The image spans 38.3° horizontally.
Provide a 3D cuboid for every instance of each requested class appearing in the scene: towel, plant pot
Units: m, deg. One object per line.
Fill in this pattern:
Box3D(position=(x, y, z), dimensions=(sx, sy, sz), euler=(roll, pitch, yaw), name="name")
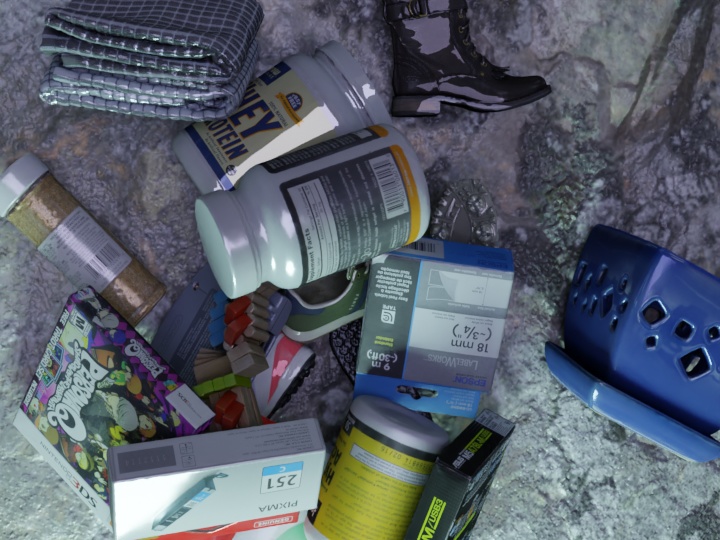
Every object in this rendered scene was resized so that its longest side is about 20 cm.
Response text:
Box3D(position=(-0.201, -0.225, 1.008), dimensions=(0.196, 0.167, 0.087), euler=(8, 124, -1), name="towel")
Box3D(position=(0.322, 0.082, 1.124), dimensions=(0.198, 0.200, 0.182), euler=(27, 96, -11), name="plant pot")

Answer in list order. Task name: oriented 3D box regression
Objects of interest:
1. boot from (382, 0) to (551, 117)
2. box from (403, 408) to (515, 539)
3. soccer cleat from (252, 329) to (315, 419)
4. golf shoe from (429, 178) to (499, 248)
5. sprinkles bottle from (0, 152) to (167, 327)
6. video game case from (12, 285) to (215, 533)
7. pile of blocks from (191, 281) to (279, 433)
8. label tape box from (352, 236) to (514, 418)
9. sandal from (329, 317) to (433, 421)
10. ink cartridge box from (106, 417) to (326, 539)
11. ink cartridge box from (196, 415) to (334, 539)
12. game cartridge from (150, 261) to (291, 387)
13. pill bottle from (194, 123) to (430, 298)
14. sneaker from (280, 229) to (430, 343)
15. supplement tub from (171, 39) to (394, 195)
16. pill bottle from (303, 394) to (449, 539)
Box3D(position=(0.109, -0.258, 1.118), dimensions=(0.196, 0.069, 0.178), euler=(-4, 96, -7), name="boot")
Box3D(position=(0.089, 0.260, 1.077), dimensions=(0.047, 0.199, 0.196), euler=(26, 106, 16), name="box")
Box3D(position=(-0.131, 0.150, 1.118), dimensions=(0.073, 0.068, 0.201), euler=(37, 89, 9), name="soccer cleat")
Box3D(position=(0.124, -0.003, 1.136), dimensions=(0.077, 0.097, 0.204), euler=(2, 102, 21), name="golf shoe")
Box3D(position=(-0.291, -0.027, 1.067), dimensions=(0.068, 0.068, 0.200), euler=(-44, 100, -4), name="sprinkles bottle")
Box3D(position=(-0.249, 0.146, 1.023), dimensions=(0.181, 0.036, 0.201), euler=(43, 125, 11), name="video game case")
Box3D(position=(-0.127, 0.070, 0.993), dimensions=(0.080, 0.062, 0.204), euler=(5, 81, 15), name="pile of blocks")
Box3D(position=(0.070, 0.072, 1.060), dimensions=(0.141, 0.064, 0.204), euler=(8, 113, 0), name="label tape box")
Box3D(position=(0.028, 0.141, 1.154), dimensions=(0.074, 0.048, 0.203), euler=(-23, 86, -6), name="sandal")
Box3D(position=(-0.139, 0.224, 0.993), dimensions=(0.196, 0.045, 0.178), euler=(-6, 135, -17), name="ink cartridge box")
Box3D(position=(-0.093, 0.249, 1.097), dimensions=(0.199, 0.050, 0.163), euler=(32, 89, -39), name="ink cartridge box")
Box3D(position=(-0.164, 0.091, 1.072), dimensions=(0.040, 0.132, 0.202), euler=(32, 88, -53), name="game cartridge")
Box3D(position=(-0.044, -0.053, 0.950), dimensions=(0.197, 0.116, 0.118), euler=(-21, 98, -19), name="pill bottle")
Box3D(position=(0.000, 0.000, 1.093), dimensions=(0.198, 0.090, 0.067), euler=(-29, 62, -13), name="sneaker")
Box3D(position=(-0.077, -0.127, 1.058), dimensions=(0.199, 0.145, 0.146), euler=(-35, 100, -6), name="supplement tub")
Box3D(position=(0.007, 0.241, 1.064), dimensions=(0.110, 0.111, 0.203), euler=(21, 94, -11), name="pill bottle")
